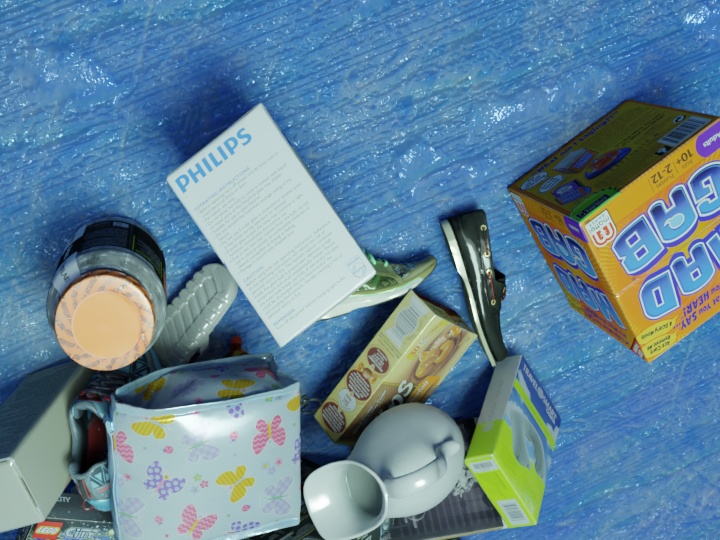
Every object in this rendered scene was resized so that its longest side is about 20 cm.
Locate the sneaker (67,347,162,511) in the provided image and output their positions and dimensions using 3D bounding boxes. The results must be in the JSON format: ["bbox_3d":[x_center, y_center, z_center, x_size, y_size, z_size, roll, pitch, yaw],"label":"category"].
[{"bbox_3d":[-0.269,0.149,0.956,0.077,0.204,0.096,-8,148,11],"label":"sneaker"}]

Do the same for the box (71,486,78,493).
[{"bbox_3d":[-0.246,0.280,1.071,0.196,0.083,0.069,-18,132,-7],"label":"box"}]

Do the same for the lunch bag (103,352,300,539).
[{"bbox_3d":[-0.169,0.191,0.931,0.196,0.127,0.174,-9,108,-26],"label":"lunch bag"}]

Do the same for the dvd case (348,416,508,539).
[{"bbox_3d":[0.091,0.273,1.138,0.195,0.151,0.016,-6,148,-11],"label":"dvd case"}]

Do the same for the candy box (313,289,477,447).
[{"bbox_3d":[0.045,0.130,1.087,0.201,0.055,0.115,-52,142,10],"label":"candy box"}]

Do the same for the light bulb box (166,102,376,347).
[{"bbox_3d":[-0.086,-0.042,0.936,0.124,0.198,0.202,-36,88,-1],"label":"light bulb box"}]

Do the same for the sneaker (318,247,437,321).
[{"bbox_3d":[0.000,0.000,1.071,0.196,0.077,0.091,-17,92,-14],"label":"sneaker"}]

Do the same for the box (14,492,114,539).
[{"bbox_3d":[-0.293,0.321,1.004,0.196,0.038,0.138,14,119,-31],"label":"box"}]

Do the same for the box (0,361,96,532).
[{"bbox_3d":[-0.353,0.185,0.952,0.093,0.201,0.079,-15,111,14],"label":"box"}]

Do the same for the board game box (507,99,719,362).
[{"bbox_3d":[0.336,-0.057,1.062,0.198,0.200,0.202,-35,111,-2],"label":"board game box"}]

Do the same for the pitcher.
[{"bbox_3d":[0.056,0.220,0.990,0.169,0.198,0.124,-21,87,37],"label":"pitcher"}]

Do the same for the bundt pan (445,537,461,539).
[{"bbox_3d":[0.058,0.411,1.177,0.197,0.076,0.206,-12,123,-18],"label":"bundt pan"}]

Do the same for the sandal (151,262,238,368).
[{"bbox_3d":[-0.213,0.080,1.043,0.202,0.083,0.050,-43,153,8],"label":"sandal"}]

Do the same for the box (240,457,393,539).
[{"bbox_3d":[-0.074,0.292,1.027,0.199,0.157,0.045,-15,116,-56],"label":"box"}]

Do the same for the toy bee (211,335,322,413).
[{"bbox_3d":[-0.163,0.141,1.055,0.196,0.111,0.131,0,147,-36],"label":"toy bee"}]

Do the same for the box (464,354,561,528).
[{"bbox_3d":[0.199,0.205,1.113,0.047,0.201,0.123,-18,117,35],"label":"box"}]

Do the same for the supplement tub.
[{"bbox_3d":[-0.267,0.023,0.936,0.119,0.200,0.126,-3,106,-12],"label":"supplement tub"}]

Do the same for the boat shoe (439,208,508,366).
[{"bbox_3d":[0.157,0.024,1.108,0.062,0.074,0.206,-18,105,0],"label":"boat shoe"}]
